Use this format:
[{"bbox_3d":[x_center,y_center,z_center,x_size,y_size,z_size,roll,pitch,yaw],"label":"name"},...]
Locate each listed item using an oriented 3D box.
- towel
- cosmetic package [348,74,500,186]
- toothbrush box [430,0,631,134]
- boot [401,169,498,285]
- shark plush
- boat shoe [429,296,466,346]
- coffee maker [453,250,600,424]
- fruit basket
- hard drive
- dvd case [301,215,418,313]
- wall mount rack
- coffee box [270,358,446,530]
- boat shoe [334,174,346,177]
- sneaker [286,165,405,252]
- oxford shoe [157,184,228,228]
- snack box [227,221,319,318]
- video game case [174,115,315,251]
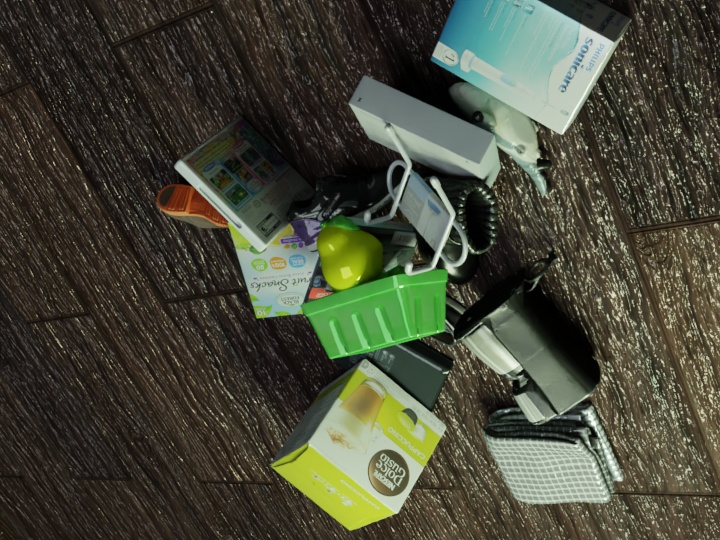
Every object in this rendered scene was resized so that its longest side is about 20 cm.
[{"bbox_3d":[0.321,0.315,1.601,0.200,0.086,0.166,-8,120,38],"label":"towel"},{"bbox_3d":[0.093,-0.186,1.319,0.200,0.052,0.151,28,178,14],"label":"cosmetic package"},{"bbox_3d":[0.211,-0.289,1.195,0.200,0.085,0.147,32,134,10],"label":"toothbrush box"},{"bbox_3d":[0.149,-0.049,1.378,0.158,0.079,0.211,23,150,54],"label":"boot"},{"bbox_3d":[0.208,-0.191,1.319,0.200,0.091,0.083,36,160,-25],"label":"shark plush"},{"bbox_3d":[0.086,0.057,1.571,0.200,0.060,0.074,33,137,8],"label":"boat shoe"},{"bbox_3d":[0.271,0.111,1.439,0.200,0.135,0.192,47,135,-8],"label":"coffee maker"},{"bbox_3d":[0.010,0.016,1.403,0.215,0.155,0.216,2,94,37],"label":"fruit basket"},{"bbox_3d":[0.057,0.166,1.697,0.200,0.033,0.140,30,135,11],"label":"hard drive"},{"bbox_3d":[0.000,0.000,1.488,0.146,0.022,0.200,5,135,-17],"label":"dvd case"},{"bbox_3d":[0.072,-0.097,1.292,0.200,0.074,0.174,52,141,35],"label":"wall mount rack"},{"bbox_3d":[-0.006,0.317,1.710,0.200,0.198,0.200,40,147,-6],"label":"coffee box"},{"bbox_3d":[-0.031,-0.060,1.551,0.065,0.073,0.200,-152,51,-64],"label":"boat shoe"},{"bbox_3d":[-0.023,-0.115,1.448,0.200,0.076,0.088,-34,106,11],"label":"sneaker"},{"bbox_3d":[-0.256,-0.107,1.682,0.200,0.071,0.073,14,163,16],"label":"oxford shoe"},{"bbox_3d":[-0.132,-0.018,1.631,0.142,0.053,0.200,-6,123,11],"label":"snack box"},{"bbox_3d":[-0.173,-0.140,1.489,0.182,0.200,0.024,45,126,-5],"label":"video game case"}]
